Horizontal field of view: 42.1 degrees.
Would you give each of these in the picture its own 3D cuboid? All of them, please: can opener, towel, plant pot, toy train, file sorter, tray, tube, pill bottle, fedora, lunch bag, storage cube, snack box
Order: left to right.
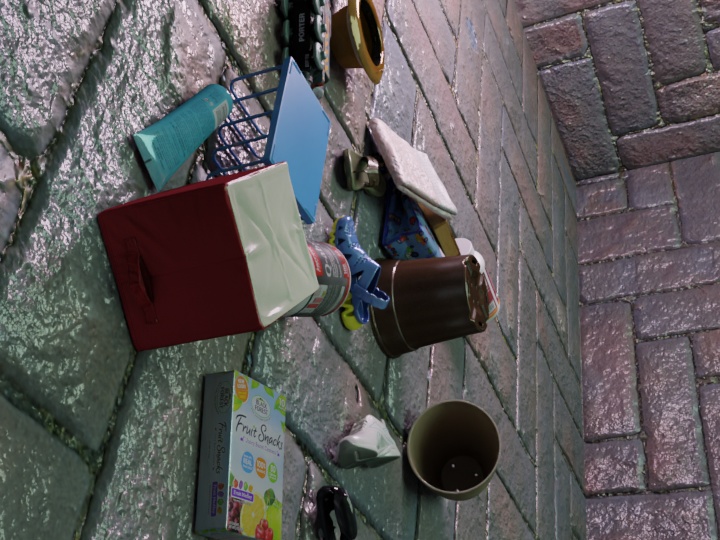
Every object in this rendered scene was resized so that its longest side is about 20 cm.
[{"bbox_3d":[-0.233,-0.186,1.241,0.078,0.050,0.201,65,31,-23],"label":"tube"},{"bbox_3d":[-0.177,-0.019,1.131,0.200,0.176,0.175,-36,114,-66],"label":"storage cube"},{"bbox_3d":[-0.155,0.251,1.236,0.142,0.052,0.204,43,43,-57],"label":"snack box"},{"bbox_3d":[-0.135,-0.179,1.371,0.139,0.120,0.203,54,34,-45],"label":"file sorter"},{"bbox_3d":[-0.101,0.010,1.382,0.199,0.114,0.119,5,76,-67],"label":"pill bottle"},{"bbox_3d":[-0.089,-0.399,1.632,0.114,0.083,0.204,49,37,-66],"label":"toy train"},{"bbox_3d":[-0.033,0.429,1.456,0.079,0.062,0.205,-118,-158,-75],"label":"can opener"},{"bbox_3d":[-0.013,-0.457,1.831,0.200,0.080,0.205,-8,90,-73],"label":"fedora"},{"bbox_3d":[0.064,-0.229,1.987,0.199,0.033,0.047,-21,110,-67],"label":"toy train"},{"bbox_3d":[0.108,-0.097,1.983,0.151,0.092,0.203,54,23,-43],"label":"lunch bag"},{"bbox_3d":[0.107,-0.209,1.931,0.190,0.032,0.202,28,30,-42],"label":"towel"},{"bbox_3d":[0.141,0.060,1.837,0.200,0.194,0.205,-10,90,-68],"label":"plant pot"},{"bbox_3d":[0.157,-0.116,2.042,0.099,0.037,0.201,61,3,-37],"label":"tray"},{"bbox_3d":[0.198,0.391,1.898,0.201,0.183,0.191,70,20,-58],"label":"plant pot"},{"bbox_3d":[0.255,0.027,2.234,0.114,0.111,0.202,-73,146,-48],"label":"pill bottle"}]

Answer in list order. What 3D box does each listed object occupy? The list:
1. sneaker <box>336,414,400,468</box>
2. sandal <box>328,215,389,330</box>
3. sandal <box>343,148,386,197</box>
[{"bbox_3d":[0.004,0.291,1.599,0.200,0.069,0.082,29,39,-65],"label":"sneaker"},{"bbox_3d":[0.000,0.000,1.670,0.079,0.085,0.204,-22,99,-65],"label":"sandal"},{"bbox_3d":[0.015,-0.193,1.818,0.200,0.056,0.082,7,74,-67],"label":"sandal"}]
